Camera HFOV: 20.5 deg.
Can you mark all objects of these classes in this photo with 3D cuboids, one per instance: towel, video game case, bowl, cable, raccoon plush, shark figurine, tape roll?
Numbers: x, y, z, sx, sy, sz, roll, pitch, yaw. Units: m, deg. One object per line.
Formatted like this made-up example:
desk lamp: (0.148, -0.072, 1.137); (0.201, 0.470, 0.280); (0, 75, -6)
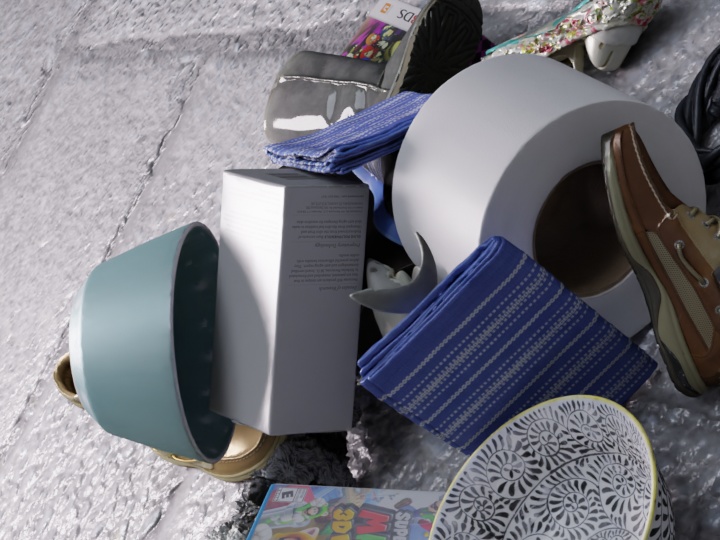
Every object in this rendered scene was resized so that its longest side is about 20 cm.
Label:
towel: (0.010, -0.118, 1.614); (0.144, 0.024, 0.200); (-24, 12, -14)
video game case: (0.006, 0.216, 1.484); (0.199, 0.018, 0.143); (1, 36, 19)
bowl: (-0.176, 0.063, 1.657); (0.105, 0.201, 0.201); (-5, 50, 11)
cable: (0.309, -0.142, 1.525); (0.200, 0.051, 0.164); (-29, 41, 33)
video game case: (0.019, -0.160, 1.900); (0.200, 0.036, 0.181); (-54, 34, -1)
raccoon plush: (-0.058, 0.197, 1.669); (0.134, 0.097, 0.200); (-43, 2, 39)
towel: (0.107, 0.070, 1.431); (0.145, 0.200, 0.024); (-45, 38, 11)
shark figurine: (0.031, 0.052, 1.481); (0.089, 0.128, 0.214); (-32, 1, -5)
tape roll: (0.142, -0.052, 1.511); (0.203, 0.203, 0.139); (-53, 34, 1)
bowl: (0.149, 0.197, 1.377); (0.200, 0.094, 0.201); (-31, 39, 29)

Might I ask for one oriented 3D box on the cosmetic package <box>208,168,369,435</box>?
cosmetic package: (-0.060, 0.024, 1.594); (0.107, 0.085, 0.201); (18, 108, 55)

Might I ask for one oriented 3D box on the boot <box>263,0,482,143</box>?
boot: (0.008, -0.188, 1.856); (0.200, 0.073, 0.182); (13, 69, 58)

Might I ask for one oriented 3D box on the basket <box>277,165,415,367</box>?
basket: (0.000, 0.000, 1.700); (0.180, 0.136, 0.200); (-40, 38, -7)

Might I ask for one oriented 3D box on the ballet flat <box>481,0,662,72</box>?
ballet flat: (0.190, -0.192, 1.712); (0.200, 0.075, 0.064); (-26, 73, 41)

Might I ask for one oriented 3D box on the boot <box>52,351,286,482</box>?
boot: (-0.171, 0.120, 1.772); (0.200, 0.155, 0.073); (3, 63, 51)

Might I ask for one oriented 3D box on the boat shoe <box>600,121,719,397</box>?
boat shoe: (0.228, -0.012, 1.414); (0.074, 0.201, 0.076); (-19, 9, 12)

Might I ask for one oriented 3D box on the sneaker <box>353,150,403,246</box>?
sneaker: (0.041, -0.091, 1.657); (0.078, 0.070, 0.200); (-60, 23, 20)
